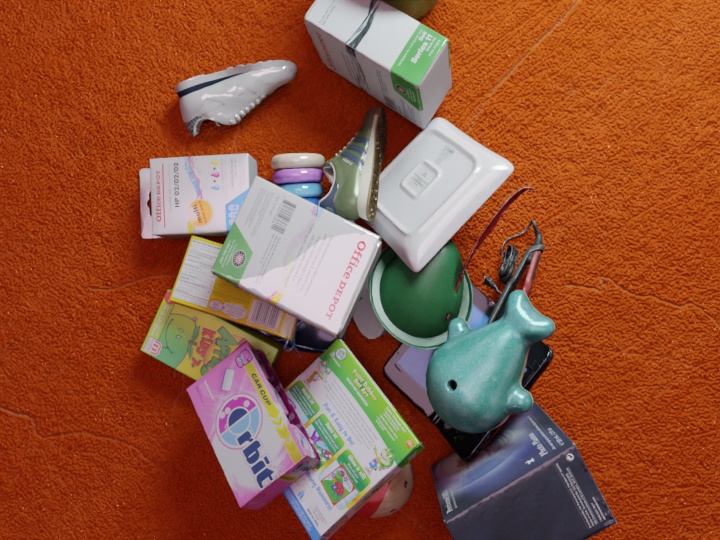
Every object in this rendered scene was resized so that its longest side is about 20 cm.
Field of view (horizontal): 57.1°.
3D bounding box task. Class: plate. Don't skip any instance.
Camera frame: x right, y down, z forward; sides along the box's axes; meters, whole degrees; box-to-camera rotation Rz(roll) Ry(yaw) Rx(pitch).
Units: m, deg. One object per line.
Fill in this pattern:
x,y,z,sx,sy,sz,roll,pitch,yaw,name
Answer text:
0.093,-0.125,0.956,0.200,0.032,0.200,-45,42,3,plate

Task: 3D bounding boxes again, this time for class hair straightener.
0.218,0.008,0.972,0.075,0.041,0.204,12,65,24,hair straightener

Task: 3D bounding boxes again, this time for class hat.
0.114,-0.017,0.909,0.161,0.177,0.205,21,61,-5,hat

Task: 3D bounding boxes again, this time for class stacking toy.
-0.093,-0.072,1.012,0.082,0.085,0.208,-1,95,3,stacking toy

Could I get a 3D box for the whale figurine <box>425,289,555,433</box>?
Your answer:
0.165,0.122,0.874,0.202,0.102,0.160,-52,59,22,whale figurine

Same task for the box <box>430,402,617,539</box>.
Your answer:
0.211,0.306,0.916,0.195,0.200,0.125,-32,92,2,box

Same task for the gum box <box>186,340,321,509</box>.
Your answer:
-0.154,0.212,0.932,0.112,0.066,0.202,-36,63,2,gum box

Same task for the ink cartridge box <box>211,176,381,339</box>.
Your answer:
-0.083,-0.015,0.918,0.195,0.088,0.149,25,83,7,ink cartridge box

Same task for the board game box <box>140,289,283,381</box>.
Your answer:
-0.229,0.121,1.026,0.196,0.048,0.104,27,90,4,board game box

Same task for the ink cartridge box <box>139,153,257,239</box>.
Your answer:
-0.259,-0.112,1.022,0.193,0.068,0.120,-3,88,4,ink cartridge box

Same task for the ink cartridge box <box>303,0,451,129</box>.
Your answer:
0.029,-0.313,0.954,0.198,0.147,0.084,35,88,14,ink cartridge box

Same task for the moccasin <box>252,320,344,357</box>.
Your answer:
-0.121,0.084,1.010,0.193,0.068,0.083,14,90,4,moccasin

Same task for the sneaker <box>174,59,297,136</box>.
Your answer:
-0.187,-0.273,1.027,0.194,0.076,0.083,-14,99,8,sneaker

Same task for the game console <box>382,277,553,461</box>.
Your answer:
0.152,0.138,0.972,0.118,0.172,0.202,38,92,-23,game console

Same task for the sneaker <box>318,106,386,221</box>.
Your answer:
-0.014,-0.162,0.980,0.087,0.068,0.205,0,58,14,sneaker

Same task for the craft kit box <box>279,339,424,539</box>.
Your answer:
-0.042,0.238,0.946,0.197,0.049,0.201,-42,62,1,craft kit box

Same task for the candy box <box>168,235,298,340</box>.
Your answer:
-0.177,0.025,0.978,0.194,0.027,0.105,17,74,9,candy box

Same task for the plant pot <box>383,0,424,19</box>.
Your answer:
0.063,-0.458,0.952,0.193,0.184,0.208,0,89,3,plant pot

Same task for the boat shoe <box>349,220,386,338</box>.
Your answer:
0.000,0.000,1.009,0.069,0.063,0.206,-17,94,38,boat shoe

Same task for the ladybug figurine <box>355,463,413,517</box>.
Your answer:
-0.012,0.299,0.997,0.195,0.072,0.139,24,91,4,ladybug figurine
